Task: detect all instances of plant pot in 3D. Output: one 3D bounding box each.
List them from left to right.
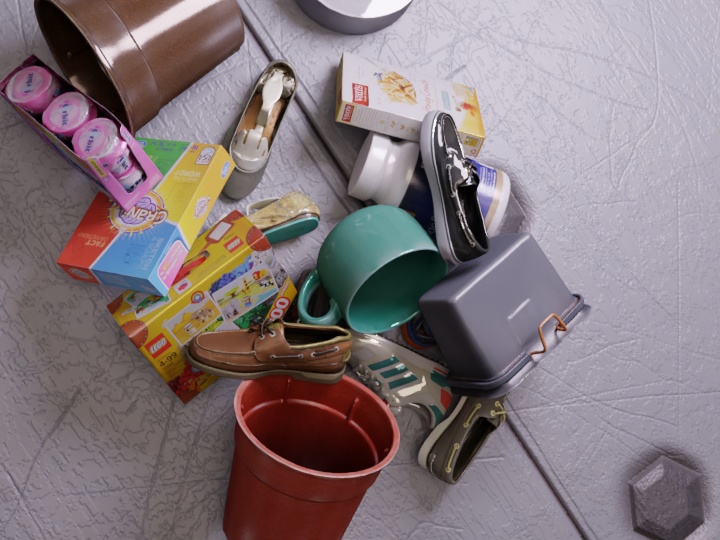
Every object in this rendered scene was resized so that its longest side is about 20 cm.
[{"bbox_3d":[-0.267,-0.298,1.153,0.198,0.200,0.200,-37,93,-21],"label":"plant pot"},{"bbox_3d":[-0.077,0.252,1.110,0.200,0.201,0.196,13,118,-11],"label":"plant pot"}]

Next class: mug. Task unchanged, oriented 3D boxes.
[{"bbox_3d":[0.007,-0.008,1.172,0.185,0.152,0.114,-7,47,-36],"label":"mug"}]

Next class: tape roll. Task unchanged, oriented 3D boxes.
[{"bbox_3d":[-0.006,-0.438,1.278,0.200,0.066,0.201,1,85,-13],"label":"tape roll"}]

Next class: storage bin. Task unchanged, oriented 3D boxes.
[{"bbox_3d":[0.179,0.048,1.158,0.200,0.145,0.134,-39,106,-25],"label":"storage bin"}]

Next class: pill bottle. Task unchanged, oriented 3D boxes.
[{"bbox_3d":[0.091,-0.112,1.241,0.200,0.116,0.116,20,81,-9],"label":"pill bottle"}]

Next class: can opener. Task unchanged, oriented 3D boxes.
[{"bbox_3d":[-0.081,0.100,1.222,0.053,0.067,0.200,15,69,-7],"label":"can opener"}]

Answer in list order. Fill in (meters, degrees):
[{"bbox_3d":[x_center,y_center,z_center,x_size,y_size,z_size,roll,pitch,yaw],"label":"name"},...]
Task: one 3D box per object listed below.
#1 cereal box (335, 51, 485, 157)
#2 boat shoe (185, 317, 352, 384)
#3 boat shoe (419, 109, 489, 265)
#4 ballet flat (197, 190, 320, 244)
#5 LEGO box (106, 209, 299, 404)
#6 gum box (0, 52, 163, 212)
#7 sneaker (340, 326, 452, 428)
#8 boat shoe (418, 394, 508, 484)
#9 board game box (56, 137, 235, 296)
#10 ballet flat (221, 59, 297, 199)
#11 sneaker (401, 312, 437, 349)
[{"bbox_3d":[0.065,-0.228,1.243,0.200,0.040,0.144,13,38,-12],"label":"cereal box"},{"bbox_3d":[-0.108,0.087,1.104,0.200,0.072,0.068,4,124,-21],"label":"boat shoe"},{"bbox_3d":[0.123,-0.108,1.145,0.069,0.057,0.200,1,79,-53],"label":"boat shoe"},{"bbox_3d":[-0.153,-0.055,1.214,0.200,0.071,0.071,-22,89,-13],"label":"ballet flat"},{"bbox_3d":[-0.188,0.046,1.145,0.200,0.077,0.149,-39,136,-12],"label":"LEGO box"},{"bbox_3d":[-0.338,-0.165,1.109,0.200,0.114,0.066,37,77,27],"label":"gum box"},{"bbox_3d":[0.034,0.146,1.226,0.200,0.070,0.094,25,74,-12],"label":"sneaker"},{"bbox_3d":[0.162,0.199,1.240,0.060,0.072,0.202,33,80,39],"label":"boat shoe"},{"bbox_3d":[-0.264,-0.072,1.131,0.153,0.040,0.200,8,62,28],"label":"board game box"},{"bbox_3d":[-0.140,-0.194,1.225,0.067,0.064,0.200,23,81,-9],"label":"ballet flat"},{"bbox_3d":[0.157,0.054,1.258,0.200,0.078,0.075,-27,91,-13],"label":"sneaker"}]
